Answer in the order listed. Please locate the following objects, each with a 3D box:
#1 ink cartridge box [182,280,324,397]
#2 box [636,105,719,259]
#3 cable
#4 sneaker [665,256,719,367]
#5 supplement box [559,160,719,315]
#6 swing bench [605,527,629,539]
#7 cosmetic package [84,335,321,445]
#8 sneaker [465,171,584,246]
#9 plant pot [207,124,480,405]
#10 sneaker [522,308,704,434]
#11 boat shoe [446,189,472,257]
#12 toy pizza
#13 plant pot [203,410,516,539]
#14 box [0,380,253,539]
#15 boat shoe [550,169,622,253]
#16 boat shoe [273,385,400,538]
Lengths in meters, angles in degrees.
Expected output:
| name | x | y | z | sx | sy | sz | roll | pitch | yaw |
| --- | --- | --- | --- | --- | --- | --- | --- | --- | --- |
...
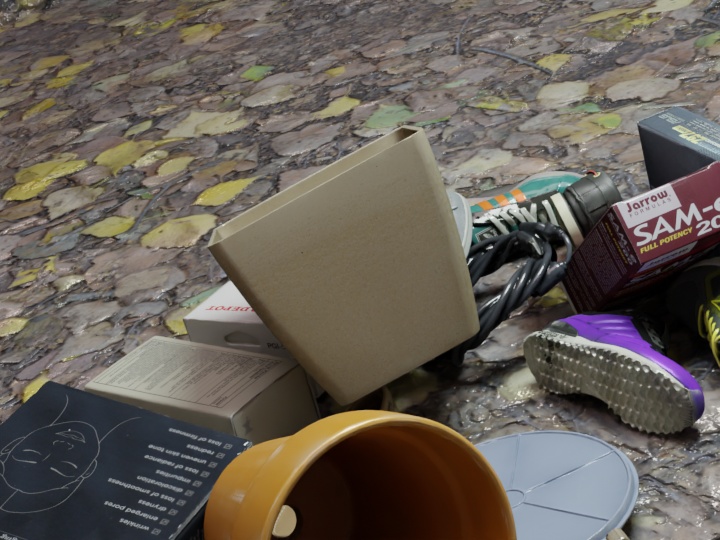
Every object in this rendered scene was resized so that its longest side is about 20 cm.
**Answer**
| name | x | y | z | sx | sy | sz | roll | pitch | yaw |
| --- | --- | --- | --- | --- | --- | --- | --- | --- | --- |
| ink cartridge box | -0.054 | 0.037 | 1.685 | 0.146 | 0.083 | 0.200 | 2 | 30 | 37 |
| box | 0.328 | -0.048 | 1.539 | 0.051 | 0.159 | 0.200 | -21 | 25 | -13 |
| cable | 0.121 | 0.023 | 1.610 | 0.163 | 0.051 | 0.200 | -50 | 15 | -10 |
| sneaker | 0.319 | 0.046 | 1.441 | 0.084 | 0.075 | 0.200 | -28 | 27 | -25 |
| supplement box | 0.253 | -0.020 | 1.514 | 0.108 | 0.061 | 0.200 | -23 | -13 | -13 |
| swing bench | 0.114 | 0.277 | 1.014 | 0.199 | 0.130 | 0.199 | -14 | 23 | -8 |
| cosmetic package | -0.141 | 0.128 | 1.538 | 0.199 | 0.088 | 0.103 | 7 | 32 | 44 |
| sneaker | 0.149 | -0.044 | 1.758 | 0.199 | 0.072 | 0.080 | -14 | 23 | 24 |
| plant pot | 0.000 | 0.000 | 1.477 | 0.199 | 0.178 | 0.200 | -29 | 7 | 0 |
| sneaker | 0.233 | 0.071 | 1.448 | 0.099 | 0.070 | 0.200 | -26 | 26 | -26 |
| boat shoe | 0.048 | -0.008 | 1.638 | 0.074 | 0.065 | 0.203 | -8 | 43 | 43 |
| toy pizza | 0.118 | 0.188 | 1.315 | 0.199 | 0.032 | 0.200 | -15 | 23 | 6 |
| plant pot | -0.021 | 0.194 | 1.212 | 0.200 | 0.201 | 0.183 | -28 | 14 | -25 |
| box | -0.210 | 0.206 | 1.315 | 0.199 | 0.125 | 0.197 | 14 | 33 | 21 |
| boat shoe | 0.221 | -0.047 | 1.634 | 0.063 | 0.074 | 0.201 | -28 | -10 | 3 |
| boat shoe | -0.024 | 0.166 | 1.411 | 0.071 | 0.065 | 0.200 | -2 | 27 | 28 |
